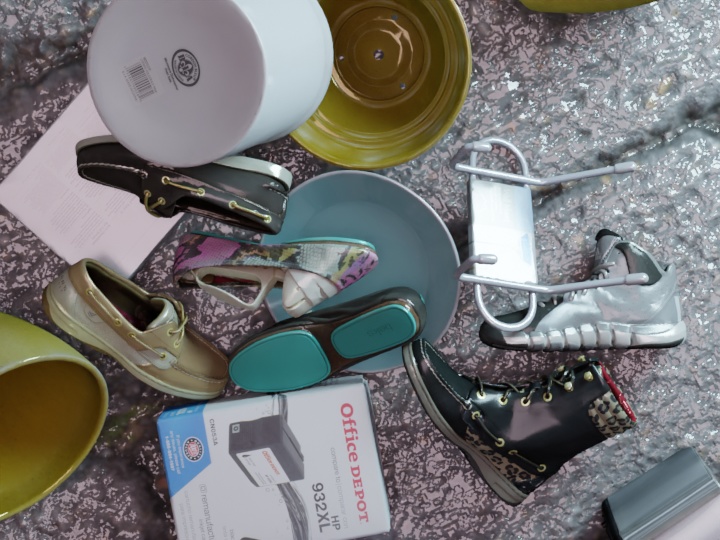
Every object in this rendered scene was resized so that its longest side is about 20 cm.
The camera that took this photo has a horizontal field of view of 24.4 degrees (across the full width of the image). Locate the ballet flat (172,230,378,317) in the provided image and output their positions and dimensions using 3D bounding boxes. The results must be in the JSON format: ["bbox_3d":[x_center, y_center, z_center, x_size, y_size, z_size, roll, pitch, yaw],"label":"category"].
[{"bbox_3d":[-0.082,0.006,1.543,0.199,0.069,0.071,4,62,17],"label":"ballet flat"}]

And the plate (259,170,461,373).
[{"bbox_3d":[0.000,0.000,1.573,0.199,0.026,0.201,5,108,15],"label":"plate"}]

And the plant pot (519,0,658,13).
[{"bbox_3d":[0.198,-0.315,1.517,0.142,0.200,0.201,-25,92,26],"label":"plant pot"}]

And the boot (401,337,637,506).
[{"bbox_3d":[0.147,0.111,1.541,0.153,0.074,0.204,-32,114,16],"label":"boot"}]

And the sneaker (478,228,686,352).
[{"bbox_3d":[0.209,0.019,1.578,0.199,0.075,0.116,-1,86,-8],"label":"sneaker"}]

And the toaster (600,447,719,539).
[{"bbox_3d":[0.313,0.272,1.518,0.119,0.200,0.181,-37,91,6],"label":"toaster"}]

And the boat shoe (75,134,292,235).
[{"bbox_3d":[-0.165,-0.077,1.518,0.200,0.072,0.061,9,72,-4],"label":"boat shoe"}]

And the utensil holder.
[{"bbox_3d":[-0.126,-0.181,1.436,0.169,0.200,0.171,3,102,12],"label":"utensil holder"}]

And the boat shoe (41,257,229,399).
[{"bbox_3d":[-0.197,0.055,1.545,0.200,0.074,0.066,29,123,-27],"label":"boat shoe"}]

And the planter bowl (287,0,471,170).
[{"bbox_3d":[0.011,-0.199,1.550,0.200,0.083,0.201,3,102,12],"label":"planter bowl"}]

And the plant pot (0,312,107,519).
[{"bbox_3d":[-0.355,0.114,1.527,0.200,0.200,0.142,-47,58,2],"label":"plant pot"}]

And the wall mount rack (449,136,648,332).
[{"bbox_3d":[0.169,-0.043,1.541,0.173,0.075,0.201,8,65,-20],"label":"wall mount rack"}]

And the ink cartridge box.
[{"bbox_3d":[-0.080,0.188,1.574,0.199,0.084,0.146,-10,92,0],"label":"ink cartridge box"}]

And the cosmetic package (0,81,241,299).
[{"bbox_3d":[-0.227,-0.096,1.581,0.151,0.052,0.200,42,92,0],"label":"cosmetic package"}]

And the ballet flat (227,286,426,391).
[{"bbox_3d":[-0.027,0.063,1.550,0.199,0.068,0.068,-16,111,18],"label":"ballet flat"}]
